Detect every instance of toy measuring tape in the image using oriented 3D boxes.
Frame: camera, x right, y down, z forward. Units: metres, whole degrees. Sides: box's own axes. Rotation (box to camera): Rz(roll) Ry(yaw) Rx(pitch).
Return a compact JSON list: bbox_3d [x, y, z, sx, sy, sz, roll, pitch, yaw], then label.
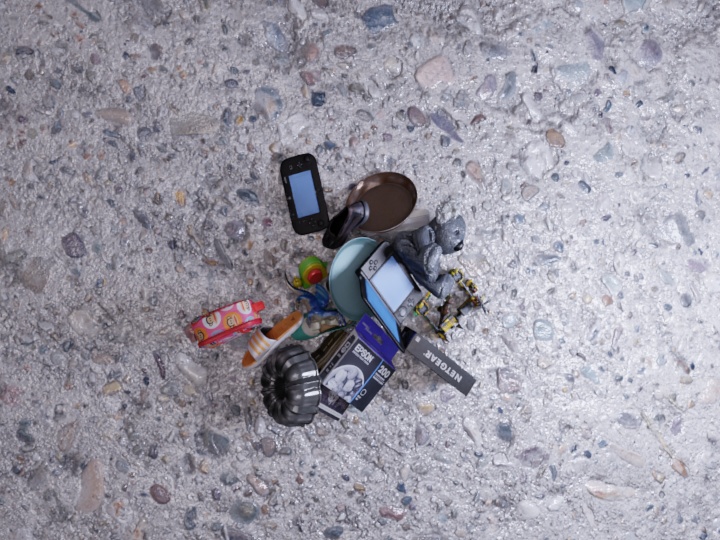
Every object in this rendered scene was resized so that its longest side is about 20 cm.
[{"bbox_3d":[-0.097,-0.022,1.394,0.196,0.074,0.075,-34,93,-6],"label":"toy measuring tape"}]

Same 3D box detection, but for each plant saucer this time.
[{"bbox_3d":[-0.002,0.021,1.332,0.194,0.027,0.209,-4,97,-35],"label":"plant saucer"},{"bbox_3d":[0.056,-0.171,1.385,0.192,0.035,0.206,-10,53,12],"label":"plant saucer"}]

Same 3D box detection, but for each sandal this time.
[{"bbox_3d":[-0.104,0.242,1.400,0.199,0.080,0.054,-44,116,-9],"label":"sandal"},{"bbox_3d":[-0.238,0.163,1.372,0.206,0.079,0.060,-43,124,-10],"label":"sandal"}]

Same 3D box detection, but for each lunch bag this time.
[{"bbox_3d":[-0.314,0.122,1.309,0.171,0.200,0.085,-24,88,-5],"label":"lunch bag"}]

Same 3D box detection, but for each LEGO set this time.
[{"bbox_3d":[0.242,0.092,1.408,0.196,0.116,0.157,-33,93,-5],"label":"LEGO set"}]

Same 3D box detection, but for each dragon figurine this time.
[{"bbox_3d":[-0.114,0.075,1.352,0.098,0.059,0.202,-31,73,-19],"label":"dragon figurine"}]

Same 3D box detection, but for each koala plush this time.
[{"bbox_3d":[0.195,-0.076,1.367,0.200,0.178,0.183,-46,50,-8],"label":"koala plush"}]

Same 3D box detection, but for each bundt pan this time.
[{"bbox_3d":[-0.184,0.290,1.319,0.074,0.197,0.211,0,90,-44],"label":"bundt pan"}]

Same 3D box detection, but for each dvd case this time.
[{"bbox_3d":[-0.047,0.282,1.386,0.148,0.016,0.203,39,83,-43],"label":"dvd case"}]

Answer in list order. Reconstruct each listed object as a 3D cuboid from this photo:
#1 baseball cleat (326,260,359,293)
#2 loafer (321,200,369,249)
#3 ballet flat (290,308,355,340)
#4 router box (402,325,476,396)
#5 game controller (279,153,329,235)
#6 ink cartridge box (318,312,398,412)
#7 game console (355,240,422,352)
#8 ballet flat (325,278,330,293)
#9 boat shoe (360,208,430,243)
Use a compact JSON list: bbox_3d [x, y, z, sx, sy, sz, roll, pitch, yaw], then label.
[{"bbox_3d":[0.000,0.000,1.388,0.194,0.069,0.111,-17,94,-27],"label":"baseball cleat"},{"bbox_3d":[-0.054,-0.117,1.344,0.061,0.199,0.074,-3,68,-37],"label":"loafer"},{"bbox_3d":[-0.095,0.133,1.396,0.192,0.070,0.070,-16,88,-6],"label":"ballet flat"},{"bbox_3d":[0.193,0.232,1.384,0.198,0.157,0.053,38,87,-5],"label":"router box"},{"bbox_3d":[-0.148,-0.201,1.406,0.100,0.042,0.208,-13,91,-6],"label":"game controller"},{"bbox_3d":[0.009,0.242,1.367,0.202,0.043,0.198,-51,133,-6],"label":"ink cartridge box"},{"bbox_3d":[0.083,0.061,1.308,0.176,0.115,0.202,-46,118,-17],"label":"game console"},{"bbox_3d":[0.000,0.059,1.422,0.192,0.057,0.069,11,80,1],"label":"ballet flat"},{"bbox_3d":[0.097,-0.111,1.424,0.193,0.072,0.071,-16,93,-15],"label":"boat shoe"}]
